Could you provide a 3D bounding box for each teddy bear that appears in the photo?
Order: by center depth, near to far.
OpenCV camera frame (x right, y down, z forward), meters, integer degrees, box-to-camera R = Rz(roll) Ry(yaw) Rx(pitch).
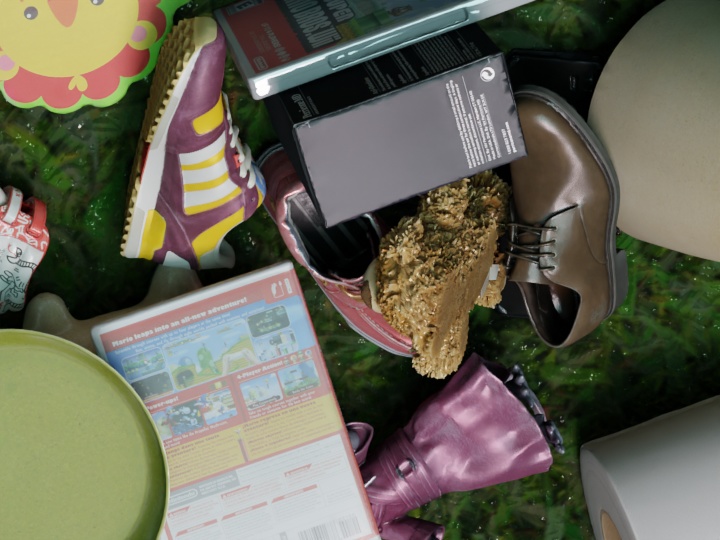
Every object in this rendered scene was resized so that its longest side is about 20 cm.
[{"bbox_3d":[0.054,-0.005,1.729,0.066,0.200,0.146,14,127,18],"label":"teddy bear"}]

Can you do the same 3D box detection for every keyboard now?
[{"bbox_3d":[0.148,-0.061,1.808,0.103,0.040,0.201,6,113,10],"label":"keyboard"}]

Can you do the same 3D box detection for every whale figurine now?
[{"bbox_3d":[-0.178,0.079,1.760,0.200,0.104,0.159,-46,102,-18],"label":"whale figurine"}]

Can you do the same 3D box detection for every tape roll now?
[{"bbox_3d":[0.256,0.201,1.838,0.138,0.203,0.204,-19,115,-5],"label":"tape roll"}]

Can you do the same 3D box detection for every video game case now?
[{"bbox_3d":[0.009,-0.175,1.661,0.199,0.143,0.018,-20,117,-4],"label":"video game case"},{"bbox_3d":[-0.083,0.111,1.701,0.142,0.017,0.201,-18,97,-4],"label":"video game case"}]

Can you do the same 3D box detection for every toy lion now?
[{"bbox_3d":[-0.174,-0.202,1.660,0.199,0.069,0.193,-18,121,-5],"label":"toy lion"}]

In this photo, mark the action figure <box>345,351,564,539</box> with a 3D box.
[{"bbox_3d":[0.036,0.132,1.803,0.199,0.149,0.135,-30,101,4],"label":"action figure"}]

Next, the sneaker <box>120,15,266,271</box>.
[{"bbox_3d":[-0.101,-0.084,1.693,0.089,0.075,0.201,11,133,-11],"label":"sneaker"}]

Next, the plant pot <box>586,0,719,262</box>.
[{"bbox_3d":[0.283,-0.075,1.705,0.186,0.200,0.189,-13,116,-28],"label":"plant pot"}]

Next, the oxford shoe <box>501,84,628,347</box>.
[{"bbox_3d":[0.132,-0.032,1.726,0.084,0.072,0.201,-44,130,-37],"label":"oxford shoe"}]

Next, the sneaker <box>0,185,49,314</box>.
[{"bbox_3d":[-0.262,-0.060,1.690,0.107,0.067,0.203,-1,115,-13],"label":"sneaker"}]

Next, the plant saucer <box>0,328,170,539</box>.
[{"bbox_3d":[-0.219,0.131,1.674,0.198,0.031,0.202,2,106,8],"label":"plant saucer"}]

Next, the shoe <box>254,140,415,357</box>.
[{"bbox_3d":[0.000,0.000,1.758,0.071,0.091,0.200,-39,114,5],"label":"shoe"}]

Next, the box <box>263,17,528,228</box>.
[{"bbox_3d":[0.013,-0.117,1.655,0.140,0.200,0.079,-17,115,-5],"label":"box"}]
